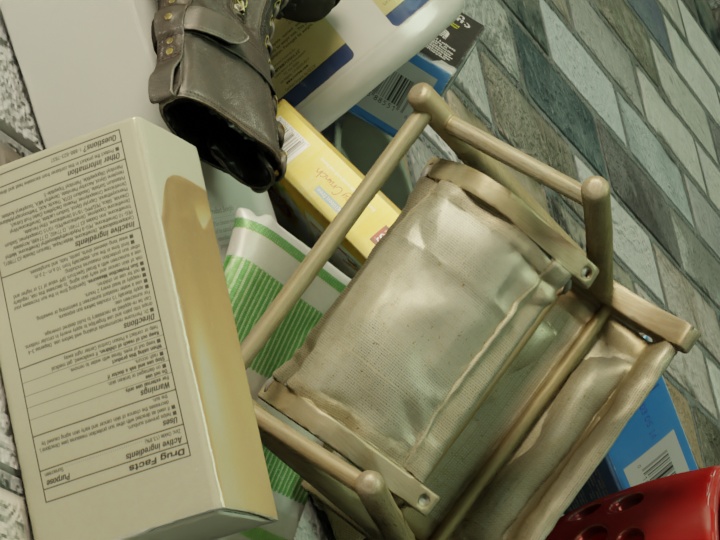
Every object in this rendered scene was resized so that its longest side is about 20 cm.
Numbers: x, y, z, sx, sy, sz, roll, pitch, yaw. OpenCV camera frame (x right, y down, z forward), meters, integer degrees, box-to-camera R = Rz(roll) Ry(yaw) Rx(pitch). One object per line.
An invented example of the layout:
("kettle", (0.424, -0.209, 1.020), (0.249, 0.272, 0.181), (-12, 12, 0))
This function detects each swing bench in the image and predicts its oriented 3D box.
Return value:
("swing bench", (0.052, 0.048, 1.252), (0.130, 0.199, 0.200), (31, -11, 32))

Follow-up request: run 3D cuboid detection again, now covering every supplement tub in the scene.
("supplement tub", (-0.049, -0.195, 1.468), (0.200, 0.144, 0.144), (51, 20, -4))

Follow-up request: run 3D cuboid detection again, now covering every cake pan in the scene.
("cake pan", (0.004, -0.020, 1.645), (0.200, 0.037, 0.201), (-13, 90, -74))

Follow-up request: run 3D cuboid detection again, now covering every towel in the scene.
("towel", (-0.059, 0.082, 1.265), (0.153, 0.023, 0.200), (38, 68, -59))

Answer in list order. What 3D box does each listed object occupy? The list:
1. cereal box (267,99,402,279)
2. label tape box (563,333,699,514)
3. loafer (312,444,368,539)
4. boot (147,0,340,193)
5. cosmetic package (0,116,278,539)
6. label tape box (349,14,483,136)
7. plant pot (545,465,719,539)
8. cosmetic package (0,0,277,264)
("cereal box", (0.000, 0.000, 1.419), (0.144, 0.040, 0.200), (44, -13, 23))
("label tape box", (0.126, 0.089, 1.565), (0.200, 0.063, 0.144), (22, -38, 54))
("loafer", (0.007, 0.131, 1.469), (0.200, 0.076, 0.067), (57, 17, -36))
("boot", (-0.065, -0.121, 1.289), (0.200, 0.069, 0.174), (27, 47, -54))
("cosmetic package", (-0.117, 0.038, 1.160), (0.071, 0.105, 0.200), (25, 50, -66))
("label tape box", (0.006, -0.174, 1.652), (0.144, 0.063, 0.200), (31, 23, 0))
("plant pot", (0.158, 0.230, 1.426), (0.200, 0.182, 0.201), (-13, 90, -72))
("cosmetic package", (-0.116, -0.071, 1.309), (0.200, 0.081, 0.113), (71, 18, 3))
